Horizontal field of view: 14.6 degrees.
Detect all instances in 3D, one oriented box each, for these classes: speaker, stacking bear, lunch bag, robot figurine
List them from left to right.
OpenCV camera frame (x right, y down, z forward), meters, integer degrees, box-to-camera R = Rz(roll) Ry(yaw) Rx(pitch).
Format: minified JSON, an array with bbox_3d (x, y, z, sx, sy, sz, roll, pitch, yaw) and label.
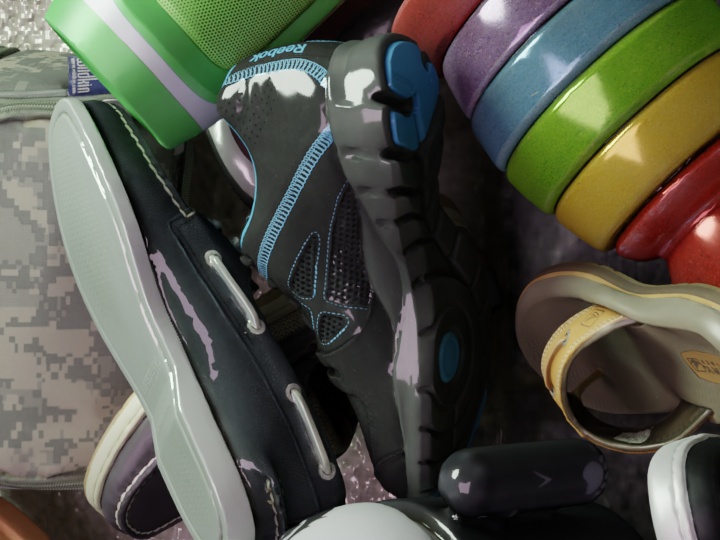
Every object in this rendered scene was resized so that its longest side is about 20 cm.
[{"bbox_3d":[-0.152,-0.002,1.239,0.166,0.139,0.202,4,102,12],"label":"lunch bag"},{"bbox_3d":[-0.030,-0.143,1.116,0.200,0.088,0.088,-44,73,-2],"label":"speaker"},{"bbox_3d":[0.043,0.149,1.099,0.124,0.199,0.152,-18,75,48],"label":"robot figurine"},{"bbox_3d":[0.115,-0.052,1.087,0.200,0.114,0.122,48,118,11],"label":"stacking bear"}]

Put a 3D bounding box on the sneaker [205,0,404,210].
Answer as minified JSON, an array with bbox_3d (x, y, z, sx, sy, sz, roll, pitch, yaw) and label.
[{"bbox_3d":[-0.031,-0.128,1.191,0.115,0.076,0.201,-30,82,15],"label":"sneaker"}]

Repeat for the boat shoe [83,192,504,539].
[{"bbox_3d":[-0.027,0.050,1.171,0.200,0.072,0.065,-38,58,3],"label":"boat shoe"}]

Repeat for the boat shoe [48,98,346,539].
[{"bbox_3d":[-0.068,0.018,1.124,0.201,0.060,0.076,68,156,11],"label":"boat shoe"}]

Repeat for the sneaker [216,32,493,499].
[{"bbox_3d":[0.000,0.000,1.106,0.081,0.073,0.201,1,116,25],"label":"sneaker"}]

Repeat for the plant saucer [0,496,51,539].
[{"bbox_3d":[-0.200,0.193,1.292,0.199,0.037,0.202,7,104,31],"label":"plant saucer"}]

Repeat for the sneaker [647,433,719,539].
[{"bbox_3d":[0.190,0.091,1.019,0.111,0.200,0.074,-20,64,26],"label":"sneaker"}]

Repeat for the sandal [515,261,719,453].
[{"bbox_3d":[0.105,0.042,1.071,0.080,0.200,0.054,44,77,-18],"label":"sandal"}]
